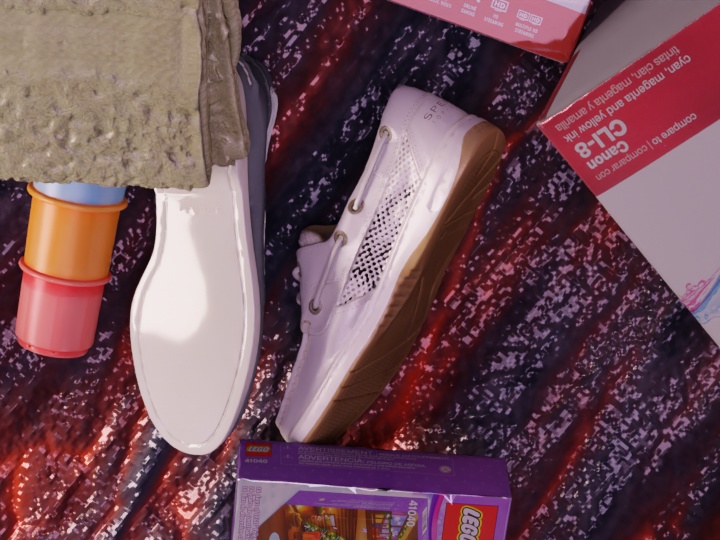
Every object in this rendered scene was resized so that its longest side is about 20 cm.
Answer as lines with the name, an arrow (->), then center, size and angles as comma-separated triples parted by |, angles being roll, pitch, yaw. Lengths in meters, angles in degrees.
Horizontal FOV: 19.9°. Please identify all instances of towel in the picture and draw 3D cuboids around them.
towel -> -0.152, -0.107, 0.936 | 0.198, 0.037, 0.149 | 1, 121, 4

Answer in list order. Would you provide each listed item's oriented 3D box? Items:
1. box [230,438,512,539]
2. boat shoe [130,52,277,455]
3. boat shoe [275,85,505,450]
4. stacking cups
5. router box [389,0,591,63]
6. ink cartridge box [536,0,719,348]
box -> -0.003, 0.184, 1.056 | 0.136, 0.039, 0.201 | 5, 118, -4
boat shoe -> -0.069, -0.010, 1.016 | 0.072, 0.062, 0.202 | 7, 102, 27
boat shoe -> 0.000, 0.000, 1.029 | 0.069, 0.071, 0.201 | 33, 109, 17
stacking cups -> -0.137, -0.056, 1.005 | 0.060, 0.061, 0.202 | 11, 103, -5
router box -> 0.036, -0.218, 0.982 | 0.199, 0.049, 0.181 | 18, 102, -7
ink cartridge box -> 0.210, -0.057, 0.959 | 0.144, 0.146, 0.200 | -33, 104, 32
